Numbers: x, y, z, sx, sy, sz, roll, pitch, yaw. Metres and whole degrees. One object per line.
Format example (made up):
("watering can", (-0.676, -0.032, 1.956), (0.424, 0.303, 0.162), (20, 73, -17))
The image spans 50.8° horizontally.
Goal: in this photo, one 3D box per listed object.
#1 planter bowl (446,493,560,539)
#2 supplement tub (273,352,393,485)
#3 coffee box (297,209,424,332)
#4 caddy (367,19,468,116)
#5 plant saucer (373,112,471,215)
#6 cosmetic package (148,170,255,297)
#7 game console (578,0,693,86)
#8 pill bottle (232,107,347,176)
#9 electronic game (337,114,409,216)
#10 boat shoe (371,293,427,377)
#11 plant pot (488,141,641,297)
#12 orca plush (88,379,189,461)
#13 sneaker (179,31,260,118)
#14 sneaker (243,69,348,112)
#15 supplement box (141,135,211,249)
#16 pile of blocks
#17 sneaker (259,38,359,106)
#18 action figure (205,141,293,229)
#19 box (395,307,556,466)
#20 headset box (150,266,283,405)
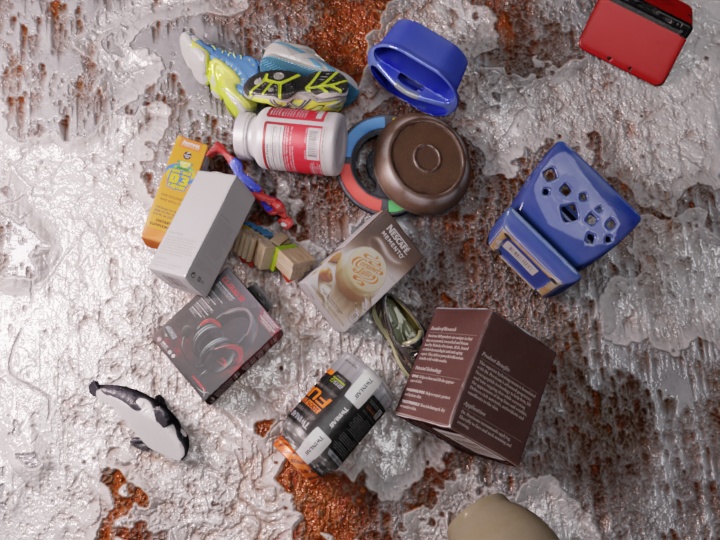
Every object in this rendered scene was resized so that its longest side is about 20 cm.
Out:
("planter bowl", (0.221, 0.453, 1.229), (0.196, 0.203, 0.136), (-25, 51, -11))
("supplement tub", (-0.047, 0.250, 1.277), (0.122, 0.123, 0.200), (41, 75, 6))
("coffee box", (0.000, 0.000, 1.356), (0.200, 0.080, 0.115), (-43, 98, -13))
("caddy", (0.108, -0.375, 1.439), (0.197, 0.142, 0.106), (31, 70, 4))
("plant saucer", (0.121, -0.206, 1.421), (0.194, 0.032, 0.206), (4, 76, -14))
("cosmetic package", (-0.273, -0.067, 1.313), (0.100, 0.074, 0.204), (12, 67, 33))
("game console", (0.572, -0.508, 1.576), (0.196, 0.120, 0.174), (27, 44, 2))
("pill bottle", (-0.128, -0.238, 1.390), (0.194, 0.112, 0.115), (7, 75, 11))
("electronic game", (0.049, -0.200, 1.440), (0.194, 0.042, 0.206), (1, 76, -5))
("boat shoe", (0.090, 0.129, 1.347), (0.071, 0.066, 0.203), (-32, 82, -15))
("plant pot", (0.347, -0.075, 1.359), (0.200, 0.200, 0.180), (44, 82, 6))
("orca plush", (-0.368, 0.242, 1.295), (0.196, 0.071, 0.107), (24, 119, 6))
("sneaker", (-0.256, -0.387, 1.453), (0.105, 0.076, 0.201), (-38, 89, -25))
("sneaker", (-0.120, -0.320, 1.408), (0.194, 0.077, 0.077), (3, 53, -1))
("supplement box", (-0.333, -0.137, 1.379), (0.065, 0.069, 0.205), (15, 74, -1))
("pile of blocks", (-0.177, -0.034, 1.378), (0.196, 0.082, 0.063), (27, 118, 12))
("sneaker", (-0.091, -0.385, 1.458), (0.196, 0.077, 0.082), (22, 49, -10))
("action figure", (-0.199, -0.150, 1.391), (0.199, 0.065, 0.052), (42, 87, -3))
("box", (0.191, 0.190, 1.265), (0.164, 0.163, 0.204), (32, 73, -24))
("headset box", (-0.239, 0.107, 1.320), (0.199, 0.075, 0.149), (-42, 82, -13))
